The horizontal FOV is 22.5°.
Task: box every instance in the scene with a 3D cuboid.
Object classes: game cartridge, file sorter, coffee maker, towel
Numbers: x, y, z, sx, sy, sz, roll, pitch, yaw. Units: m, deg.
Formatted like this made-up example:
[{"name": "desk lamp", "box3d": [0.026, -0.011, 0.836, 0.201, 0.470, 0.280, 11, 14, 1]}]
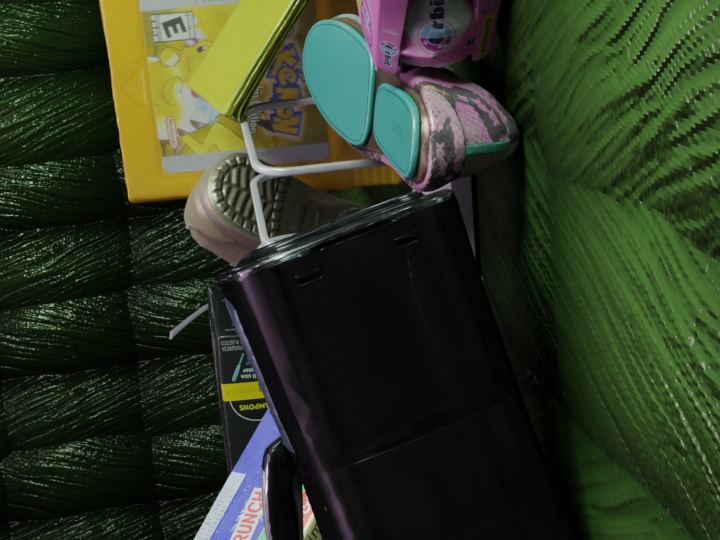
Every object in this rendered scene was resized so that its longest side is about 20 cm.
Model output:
[{"name": "game cartridge", "box3d": [-0.066, -0.133, 1.208, 0.032, 0.199, 0.177, -90, -5, -62]}, {"name": "file sorter", "box3d": [0.000, 0.000, 1.119, 0.139, 0.124, 0.200, -110, 13, -66]}, {"name": "coffee maker", "box3d": [0.029, 0.066, 0.856, 0.192, 0.135, 0.200, -15, 97, 58]}, {"name": "towel", "box3d": [-0.039, -0.187, 1.120, 0.200, 0.018, 0.086, -58, 27, 5]}]

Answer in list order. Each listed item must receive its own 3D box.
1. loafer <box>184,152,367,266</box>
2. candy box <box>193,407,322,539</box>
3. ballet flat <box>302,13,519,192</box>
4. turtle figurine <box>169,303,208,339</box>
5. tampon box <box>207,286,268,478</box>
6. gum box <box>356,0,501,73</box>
[{"name": "loafer", "box3d": [-0.037, -0.016, 1.233, 0.068, 0.200, 0.076, -12, 51, 51]}, {"name": "candy box", "box3d": [-0.016, 0.196, 1.052, 0.169, 0.077, 0.200, -60, -43, -26]}, {"name": "ballet flat", "box3d": [0.029, -0.089, 0.961, 0.200, 0.071, 0.069, -134, 48, -63]}, {"name": "turtle figurine", "box3d": [-0.150, 0.015, 2.311, 0.200, 0.144, 0.194, 3, 81, 42]}, {"name": "tampon box", "box3d": [-0.048, 0.119, 1.579, 0.126, 0.150, 0.200, -112, 16, -69]}, {"name": "gum box", "box3d": [0.024, -0.207, 0.903, 0.114, 0.066, 0.200, 94, 167, -58]}]
